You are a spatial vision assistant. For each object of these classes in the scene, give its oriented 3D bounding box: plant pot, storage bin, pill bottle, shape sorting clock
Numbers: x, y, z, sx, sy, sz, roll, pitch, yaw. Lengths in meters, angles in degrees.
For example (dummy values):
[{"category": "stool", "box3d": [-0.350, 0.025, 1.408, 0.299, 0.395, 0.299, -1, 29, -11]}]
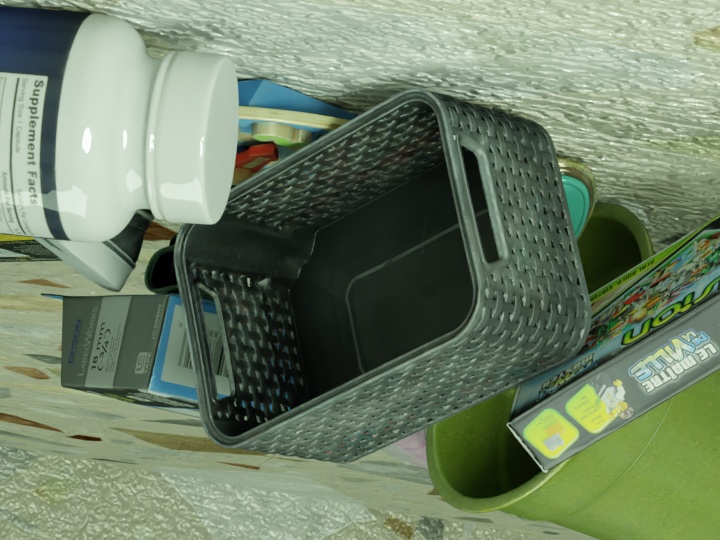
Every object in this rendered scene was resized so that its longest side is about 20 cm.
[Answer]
[{"category": "plant pot", "box3d": [0.174, 0.093, 1.606, 0.189, 0.201, 0.200, 31, 160, -24]}, {"category": "storage bin", "box3d": [0.009, 0.007, 1.406, 0.200, 0.136, 0.093, -28, 154, 37]}, {"category": "pill bottle", "box3d": [-0.164, -0.072, 1.309, 0.199, 0.112, 0.111, 6, 170, 8]}, {"category": "shape sorting clock", "box3d": [-0.064, -0.066, 1.478, 0.199, 0.039, 0.200, 7, 170, 1]}]

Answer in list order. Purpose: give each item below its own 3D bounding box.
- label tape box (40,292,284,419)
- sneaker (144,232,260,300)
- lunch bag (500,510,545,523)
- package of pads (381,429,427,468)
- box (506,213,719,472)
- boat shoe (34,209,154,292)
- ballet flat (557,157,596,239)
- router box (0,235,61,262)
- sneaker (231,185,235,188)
[{"category": "label tape box", "box3d": [-0.103, 0.058, 1.665, 0.144, 0.064, 0.200, 14, 172, -28]}, {"category": "sneaker", "box3d": [-0.106, 0.003, 1.787, 0.118, 0.074, 0.200, 6, 162, -33]}, {"category": "lunch bag", "box3d": [0.125, 0.078, 1.783, 0.138, 0.169, 0.200, 6, 169, 3]}, {"category": "package of pads", "box3d": [0.033, 0.067, 1.901, 0.075, 0.121, 0.200, 21, 174, 18]}, {"category": "box", "box3d": [0.169, 0.018, 1.370, 0.200, 0.035, 0.110, -33, -165, 23]}, {"category": "boat shoe", "box3d": [-0.170, -0.051, 1.567, 0.072, 0.068, 0.200, 27, 170, 26]}, {"category": "ballet flat", "box3d": [0.079, -0.016, 1.547, 0.070, 0.071, 0.200, 9, 140, -14]}, {"category": "router box", "box3d": [-0.265, -0.045, 1.694, 0.199, 0.053, 0.157, -1, 168, 37]}, {"category": "sneaker", "box3d": [0.000, 0.000, 1.607, 0.120, 0.084, 0.200, 11, -172, -31]}]
